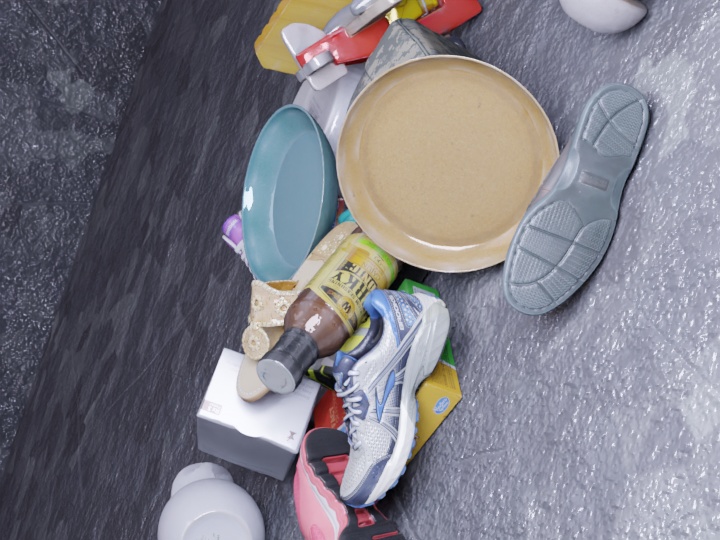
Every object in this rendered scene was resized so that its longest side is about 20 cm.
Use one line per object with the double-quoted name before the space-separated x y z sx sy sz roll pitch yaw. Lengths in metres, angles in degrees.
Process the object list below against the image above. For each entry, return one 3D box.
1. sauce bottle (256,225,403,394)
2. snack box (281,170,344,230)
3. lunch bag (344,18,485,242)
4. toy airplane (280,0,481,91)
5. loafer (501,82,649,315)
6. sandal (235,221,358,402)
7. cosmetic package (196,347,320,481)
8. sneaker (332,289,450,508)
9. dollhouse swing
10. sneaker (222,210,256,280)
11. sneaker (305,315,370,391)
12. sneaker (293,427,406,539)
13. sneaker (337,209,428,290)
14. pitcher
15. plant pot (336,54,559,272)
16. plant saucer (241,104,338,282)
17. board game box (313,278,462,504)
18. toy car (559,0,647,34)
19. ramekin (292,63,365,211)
"sauce bottle" -0.027 0.036 1.147 0.065 0.065 0.200 -43 8 48
"snack box" -0.074 -0.076 1.434 0.200 0.024 0.072 37 124 56
"lunch bag" 0.061 -0.132 1.226 0.168 0.139 0.200 -55 27 18
"toy airplane" 0.007 -0.276 1.358 0.199 0.199 0.142 -9 94 34
"loafer" 0.174 -0.055 1.016 0.201 0.072 0.063 -63 2 -1
"sandal" -0.078 0.023 1.232 0.078 0.070 0.212 12 61 52
"cosmetic package" -0.112 0.159 1.339 0.200 0.112 0.081 117 174 -70
"sneaker" 0.007 0.109 1.113 0.077 0.085 0.201 1 72 67
"dollhouse swing" -0.023 -0.342 1.562 0.200 0.175 0.182 -47 31 45
"sneaker" -0.117 -0.011 1.464 0.073 0.114 0.201 -53 15 11
"sneaker" -0.023 0.076 1.245 0.200 0.075 0.077 5 68 57
"sneaker" -0.013 0.247 1.149 0.087 0.073 0.201 -61 40 45
"sneaker" 0.000 0.000 1.332 0.200 0.083 0.121 -52 30 29
"pitcher" -0.177 0.324 1.456 0.200 0.121 0.172 -176 86 -78
"plant pot" 0.078 -0.095 1.109 0.200 0.200 0.028 -58 1 27
"plant saucer" -0.073 -0.079 1.365 0.200 0.036 0.201 -17 70 59
"board game box" 0.021 0.131 1.229 0.200 0.040 0.153 -56 25 30
"toy car" 0.194 -0.313 1.058 0.175 0.150 0.200 -61 24 23
"ramekin" -0.023 -0.169 1.515 0.201 0.097 0.201 -49 30 41
